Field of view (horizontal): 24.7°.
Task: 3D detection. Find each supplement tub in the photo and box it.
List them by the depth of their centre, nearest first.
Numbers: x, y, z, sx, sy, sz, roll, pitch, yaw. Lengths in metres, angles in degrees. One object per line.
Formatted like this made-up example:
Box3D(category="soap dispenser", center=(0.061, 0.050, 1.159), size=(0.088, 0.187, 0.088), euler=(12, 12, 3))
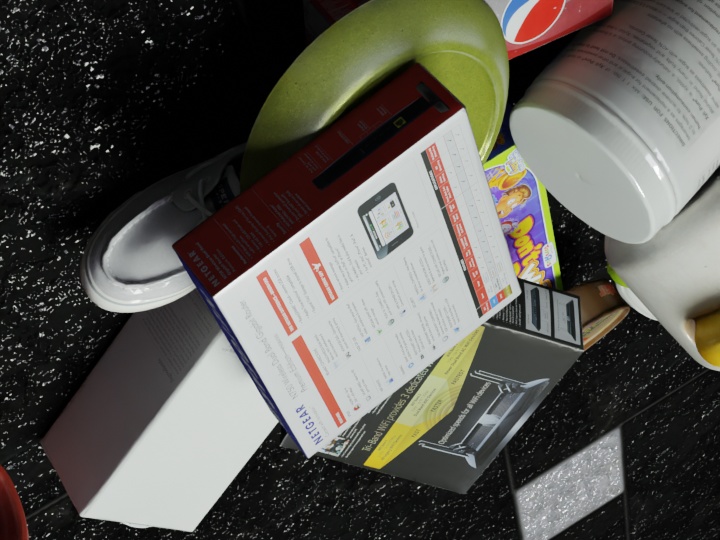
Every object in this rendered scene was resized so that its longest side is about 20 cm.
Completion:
Box3D(category="supplement tub", center=(0.209, -0.132, 1.104), size=(0.200, 0.132, 0.132), euler=(-46, 145, -14))

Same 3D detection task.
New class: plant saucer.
Box3D(category="plant saucer", center=(0.018, -0.078, 0.998), size=(0.199, 0.031, 0.201), euler=(-27, 143, -22))

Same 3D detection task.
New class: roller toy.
Box3D(category="roller toy", center=(0.279, -0.025, 1.163), size=(0.182, 0.200, 0.140), euler=(-44, 102, 2))

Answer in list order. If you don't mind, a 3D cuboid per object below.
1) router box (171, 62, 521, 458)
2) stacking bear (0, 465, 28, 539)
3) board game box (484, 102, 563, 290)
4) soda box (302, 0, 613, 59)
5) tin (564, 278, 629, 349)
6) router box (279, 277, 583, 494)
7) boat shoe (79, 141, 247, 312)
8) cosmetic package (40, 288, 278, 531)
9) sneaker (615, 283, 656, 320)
Box3D(category="router box", center=(0.000, 0.000, 0.992), size=(0.179, 0.049, 0.201), euler=(-36, 145, -9))
Box3D(category="stacking bear", center=(-0.324, 0.205, 1.064), size=(0.199, 0.114, 0.121), euler=(-38, 144, 6))
Box3D(category="board game box", center=(0.075, -0.017, 1.215), size=(0.134, 0.045, 0.201), euler=(-32, 143, -10))
Box3D(category="soda box", center=(0.064, -0.167, 1.032), size=(0.198, 0.064, 0.070), euler=(-24, 143, -18))
Box3D(category="tin", center=(0.128, 0.074, 1.316), size=(0.200, 0.042, 0.112), euler=(-41, 161, 25))
Box3D(category="router box", center=(0.047, 0.074, 1.191), size=(0.156, 0.053, 0.201), euler=(16, 137, -16))
Box3D(category="boat shoe", center=(-0.082, -0.040, 1.016), size=(0.198, 0.073, 0.069), euler=(-25, 173, -18))
Box3D(category="cosmetic package", center=(-0.114, 0.079, 1.128), size=(0.200, 0.081, 0.112), euler=(-50, 142, 16))
Box3D(category="sneaker", center=(0.257, -0.003, 1.347), size=(0.075, 0.089, 0.201), euler=(-35, 144, -7))
